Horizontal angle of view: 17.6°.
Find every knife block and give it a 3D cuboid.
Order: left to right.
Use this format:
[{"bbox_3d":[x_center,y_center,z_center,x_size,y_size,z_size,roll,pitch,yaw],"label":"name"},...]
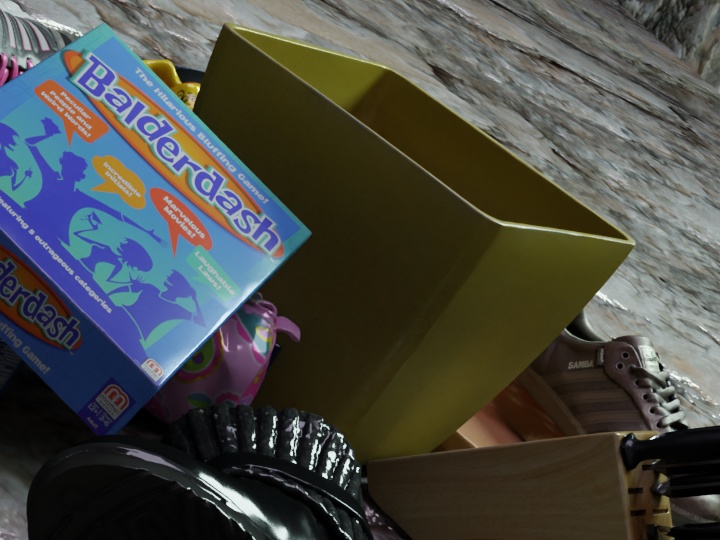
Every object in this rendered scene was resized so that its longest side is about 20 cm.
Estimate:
[{"bbox_3d":[0.124,0.110,1.239,0.200,0.176,0.064,42,16,25],"label":"knife block"}]

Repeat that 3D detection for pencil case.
[{"bbox_3d":[-0.132,0.009,1.179,0.199,0.088,0.088,32,15,-7],"label":"pencil case"}]

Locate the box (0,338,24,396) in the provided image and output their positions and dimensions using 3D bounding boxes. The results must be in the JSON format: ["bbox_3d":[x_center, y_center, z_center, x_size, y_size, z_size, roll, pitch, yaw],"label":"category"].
[{"bbox_3d":[-0.236,-0.003,1.028,0.199,0.064,0.070,21,21,-45],"label":"box"}]

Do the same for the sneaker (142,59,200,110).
[{"bbox_3d":[-0.110,-0.072,1.461,0.072,0.078,0.200,-5,33,-33],"label":"sneaker"}]

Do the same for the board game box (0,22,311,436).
[{"bbox_3d":[-0.120,-0.025,1.087,0.152,0.045,0.200,45,28,-2],"label":"board game box"}]

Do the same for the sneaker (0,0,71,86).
[{"bbox_3d":[-0.208,-0.115,1.380,0.087,0.074,0.200,29,10,1],"label":"sneaker"}]

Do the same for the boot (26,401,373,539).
[{"bbox_3d":[-0.069,0.103,1.026,0.211,0.079,0.158,38,18,-33],"label":"boot"}]

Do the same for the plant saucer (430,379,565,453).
[{"bbox_3d":[0.087,0.106,1.443,0.199,0.038,0.200,33,14,-10],"label":"plant saucer"}]

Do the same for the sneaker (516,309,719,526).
[{"bbox_3d":[0.168,0.083,1.472,0.070,0.076,0.200,15,24,-52],"label":"sneaker"}]

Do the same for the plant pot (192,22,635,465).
[{"bbox_3d":[0.000,0.000,1.295,0.200,0.177,0.200,36,14,25],"label":"plant pot"}]

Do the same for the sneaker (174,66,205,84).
[{"bbox_3d":[-0.062,-0.084,1.641,0.199,0.070,0.078,31,20,-13],"label":"sneaker"}]
